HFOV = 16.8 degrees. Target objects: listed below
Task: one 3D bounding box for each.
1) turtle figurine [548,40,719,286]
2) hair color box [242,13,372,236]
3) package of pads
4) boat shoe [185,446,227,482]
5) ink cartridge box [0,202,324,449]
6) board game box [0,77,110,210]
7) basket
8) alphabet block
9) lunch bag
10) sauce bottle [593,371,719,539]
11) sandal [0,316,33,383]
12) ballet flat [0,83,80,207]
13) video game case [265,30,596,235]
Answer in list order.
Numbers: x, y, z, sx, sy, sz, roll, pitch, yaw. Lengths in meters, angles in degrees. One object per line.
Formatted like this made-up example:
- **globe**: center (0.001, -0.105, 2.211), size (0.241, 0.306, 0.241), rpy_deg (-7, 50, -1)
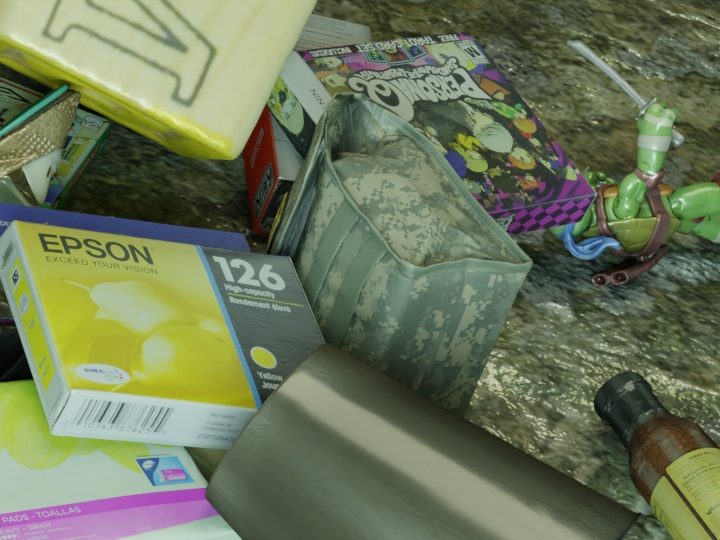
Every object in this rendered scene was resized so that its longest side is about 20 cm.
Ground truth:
- **turtle figurine**: center (0.225, -0.085, 1.874), size (0.194, 0.144, 0.200), rpy_deg (6, 39, -23)
- **hair color box**: center (-0.035, -0.107, 1.811), size (0.101, 0.061, 0.200), rpy_deg (11, 42, -19)
- **package of pads**: center (-0.189, 0.130, 1.392), size (0.200, 0.068, 0.155), rpy_deg (-5, 40, -35)
- **boat shoe**: center (-0.101, 0.071, 1.513), size (0.200, 0.063, 0.073), rpy_deg (42, 20, 20)
- **ink cartridge box**: center (-0.119, 0.023, 1.478), size (0.197, 0.047, 0.200), rpy_deg (7, 43, -32)
- **board game box**: center (-0.291, -0.102, 1.721), size (0.200, 0.029, 0.135), rpy_deg (22, 32, 2)
- **basket**: center (0.023, 0.146, 1.361), size (0.200, 0.180, 0.136), rpy_deg (37, 0, 8)
- **alphabet block**: center (-0.141, -0.207, 1.699), size (0.196, 0.200, 0.195), rpy_deg (27, -5, -12)
- **lunch bag**: center (0.000, 0.000, 1.601), size (0.117, 0.164, 0.200), rpy_deg (-2, 38, -34)
- **sauce bottle**: center (0.221, 0.143, 1.602), size (0.066, 0.066, 0.200), rpy_deg (-1, 40, -31)
- **sandal**: center (-0.233, 0.064, 1.484), size (0.075, 0.048, 0.200), rpy_deg (39, 35, 25)
- **ballet flat**: center (-0.251, -0.053, 1.618), size (0.200, 0.070, 0.065), rpy_deg (-37, 95, -33)
- **video game case**: center (0.047, -0.095, 1.768), size (0.200, 0.036, 0.181), rpy_deg (-10, 53, -38)
